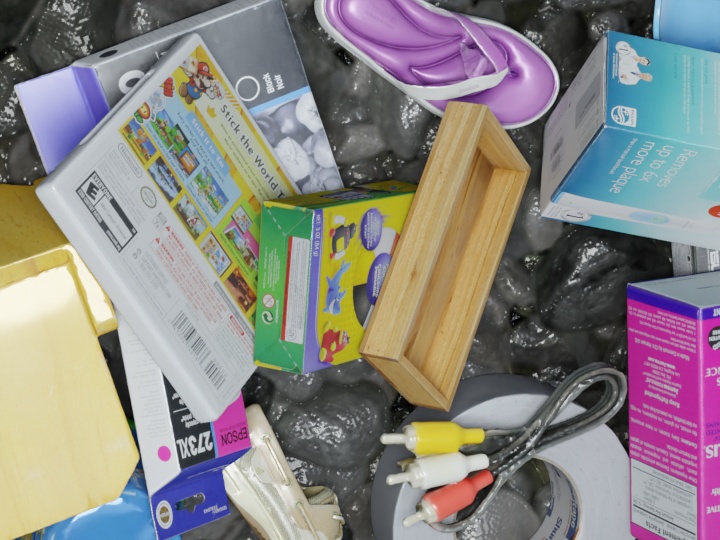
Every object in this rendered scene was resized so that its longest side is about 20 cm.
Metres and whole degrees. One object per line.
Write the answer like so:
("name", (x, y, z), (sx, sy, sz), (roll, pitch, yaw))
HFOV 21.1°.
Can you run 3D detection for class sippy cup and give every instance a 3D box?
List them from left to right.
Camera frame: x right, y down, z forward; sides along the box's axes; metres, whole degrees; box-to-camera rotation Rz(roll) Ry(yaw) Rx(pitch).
("sippy cup", (-0.184, 0.182, 1.378), (0.178, 0.130, 0.140), (19, 95, -17))

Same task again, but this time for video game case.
("video game case", (-0.110, -0.030, 1.312), (0.200, 0.023, 0.182), (57, 46, -22))

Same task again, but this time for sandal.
("sandal", (0.058, -0.157, 1.421), (0.202, 0.050, 0.083), (21, 95, -18))

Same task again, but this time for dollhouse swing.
("dollhouse swing", (-0.265, 0.067, 1.323), (0.200, 0.182, 0.176), (-21, 117, -11))

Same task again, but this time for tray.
("tray", (0.063, -0.010, 1.397), (0.099, 0.037, 0.200), (47, 58, -54))

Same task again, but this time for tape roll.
("tape roll", (0.111, 0.184, 1.494), (0.200, 0.066, 0.201), (-3, 101, -15))

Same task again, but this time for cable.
("cable", (0.112, 0.135, 1.423), (0.200, 0.050, 0.097), (-16, 105, -10))

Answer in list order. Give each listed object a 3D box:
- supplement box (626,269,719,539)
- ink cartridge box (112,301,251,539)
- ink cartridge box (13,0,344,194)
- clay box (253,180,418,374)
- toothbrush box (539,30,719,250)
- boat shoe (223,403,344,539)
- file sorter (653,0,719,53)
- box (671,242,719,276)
("supplement box", (0.267, 0.109, 1.446), (0.101, 0.103, 0.200), (-8, 104, -24))
("ink cartridge box", (-0.121, 0.079, 1.333), (0.037, 0.095, 0.200), (-8, 92, 28))
("ink cartridge box", (-0.121, -0.075, 1.391), (0.200, 0.043, 0.198), (-22, 107, -10))
("clay box", (0.000, 0.000, 1.376), (0.200, 0.048, 0.115), (-13, 110, -56))
("toothbrush box", (0.248, -0.087, 1.416), (0.200, 0.146, 0.085), (10, 64, -11))
("boat shoe", (-0.042, 0.190, 1.452), (0.065, 0.072, 0.200), (-37, 102, -5))
("file sorter", (0.314, -0.209, 1.388), (0.200, 0.123, 0.139), (7, 86, 12))
("box", (0.332, 0.049, 1.538), (0.158, 0.048, 0.200), (-10, 103, -15))
